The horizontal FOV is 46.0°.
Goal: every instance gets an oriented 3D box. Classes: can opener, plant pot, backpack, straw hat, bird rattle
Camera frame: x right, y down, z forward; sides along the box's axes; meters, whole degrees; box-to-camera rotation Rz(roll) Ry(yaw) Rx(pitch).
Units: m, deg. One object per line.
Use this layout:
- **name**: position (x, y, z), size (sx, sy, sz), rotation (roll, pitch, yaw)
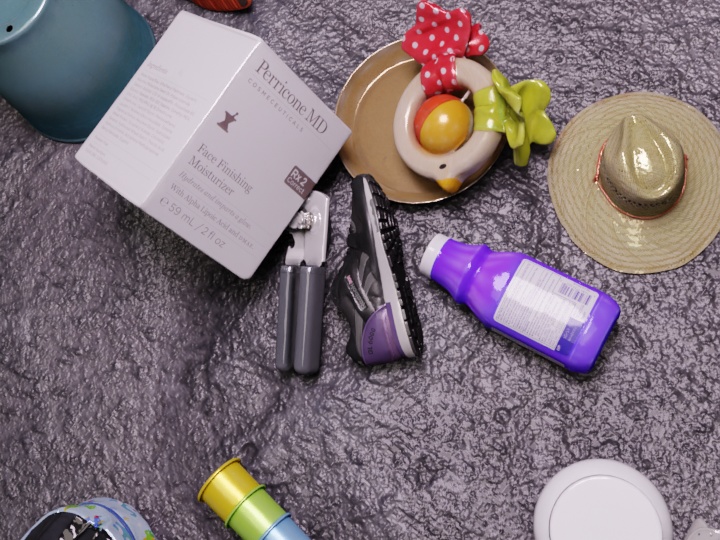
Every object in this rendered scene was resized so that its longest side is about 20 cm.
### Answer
- **can opener**: position (-0.055, 0.011, 0.915), size (0.052, 0.066, 0.201), rotation (2, 83, 36)
- **plant pot**: position (-0.371, -0.279, 0.999), size (0.199, 0.188, 0.201), rotation (-3, 75, 12)
- **plant pot**: position (0.069, -0.167, 0.949), size (0.199, 0.027, 0.201), rotation (-3, 75, 12)
- **backpack**: position (-0.293, 0.327, 0.858), size (0.163, 0.154, 0.201), rotation (31, 106, 21)
- **straw hat**: position (0.283, -0.105, 0.849), size (0.200, 0.085, 0.202), rotation (-3, 75, 13)
- **bird rattle**: position (0.096, -0.176, 0.883), size (0.200, 0.113, 0.163), rotation (45, 106, 23)

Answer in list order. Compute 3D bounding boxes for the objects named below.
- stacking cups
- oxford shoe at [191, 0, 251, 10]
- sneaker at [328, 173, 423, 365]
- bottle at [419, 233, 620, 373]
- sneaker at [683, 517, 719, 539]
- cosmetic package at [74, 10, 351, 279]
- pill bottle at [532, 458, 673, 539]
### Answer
- **stacking cups**: position (-0.078, 0.278, 0.849), size (0.200, 0.061, 0.061), rotation (41, 88, 20)
- **oxford shoe**: position (-0.211, -0.380, 1.051), size (0.199, 0.071, 0.073), rotation (24, 77, 18)
- **sneaker**: position (0.000, 0.000, 0.890), size (0.087, 0.076, 0.201), rotation (-14, 81, 16)
- **bottle**: position (0.156, 0.026, 0.856), size (0.199, 0.065, 0.084), rotation (27, 83, 19)
- **sneaker**: position (0.298, 0.278, 0.760), size (0.199, 0.076, 0.092), rotation (-21, 64, 0)
- **cosmetic package**: position (-0.154, -0.133, 0.897), size (0.165, 0.165, 0.200), rotation (32, 86, 43)
- **pill bottle**: position (0.204, 0.218, 0.723), size (0.112, 0.200, 0.113), rotation (-3, 75, 13)
